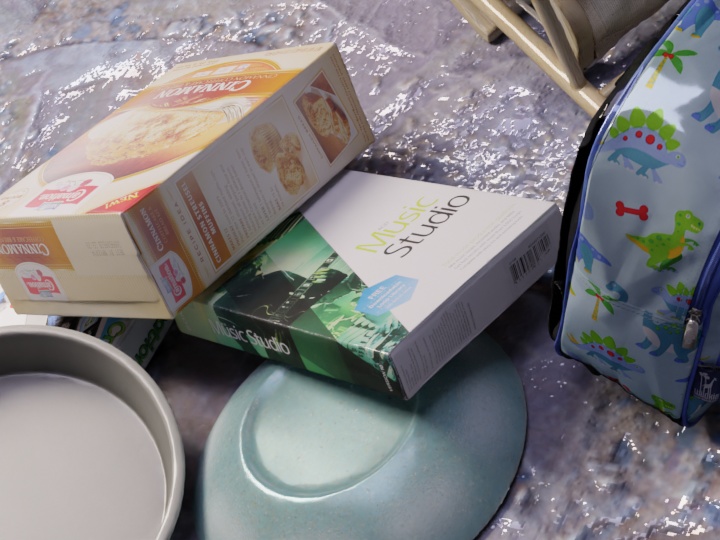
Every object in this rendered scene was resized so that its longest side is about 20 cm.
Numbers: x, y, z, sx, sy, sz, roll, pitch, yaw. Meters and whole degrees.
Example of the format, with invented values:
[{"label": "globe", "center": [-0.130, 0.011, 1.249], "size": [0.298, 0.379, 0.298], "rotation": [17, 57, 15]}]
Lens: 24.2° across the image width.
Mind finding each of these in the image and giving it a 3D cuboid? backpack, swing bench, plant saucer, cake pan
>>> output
[{"label": "backpack", "center": [0.188, -0.036, 0.807], "size": [0.146, 0.200, 0.183], "rotation": [27, 63, 21]}, {"label": "swing bench", "center": [0.155, -0.231, 1.067], "size": [0.198, 0.130, 0.200], "rotation": [-36, 37, -6]}, {"label": "plant saucer", "center": [-0.009, 0.089, 0.917], "size": [0.200, 0.039, 0.202], "rotation": [-16, 44, 16]}, {"label": "cake pan", "center": [-0.195, 0.125, 0.940], "size": [0.199, 0.037, 0.201], "rotation": [-1, 57, 1]}]

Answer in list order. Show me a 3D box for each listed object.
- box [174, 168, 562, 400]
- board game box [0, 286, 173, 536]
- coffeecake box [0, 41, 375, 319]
[{"label": "box", "center": [0.000, 0.000, 0.956], "size": [0.199, 0.037, 0.144], "rotation": [11, 42, 47]}, {"label": "board game box", "center": [-0.204, 0.071, 1.043], "size": [0.126, 0.035, 0.201], "rotation": [8, 55, 33]}, {"label": "coffeecake box", "center": [-0.113, -0.055, 1.026], "size": [0.153, 0.073, 0.200], "rotation": [0, 33, 43]}]
